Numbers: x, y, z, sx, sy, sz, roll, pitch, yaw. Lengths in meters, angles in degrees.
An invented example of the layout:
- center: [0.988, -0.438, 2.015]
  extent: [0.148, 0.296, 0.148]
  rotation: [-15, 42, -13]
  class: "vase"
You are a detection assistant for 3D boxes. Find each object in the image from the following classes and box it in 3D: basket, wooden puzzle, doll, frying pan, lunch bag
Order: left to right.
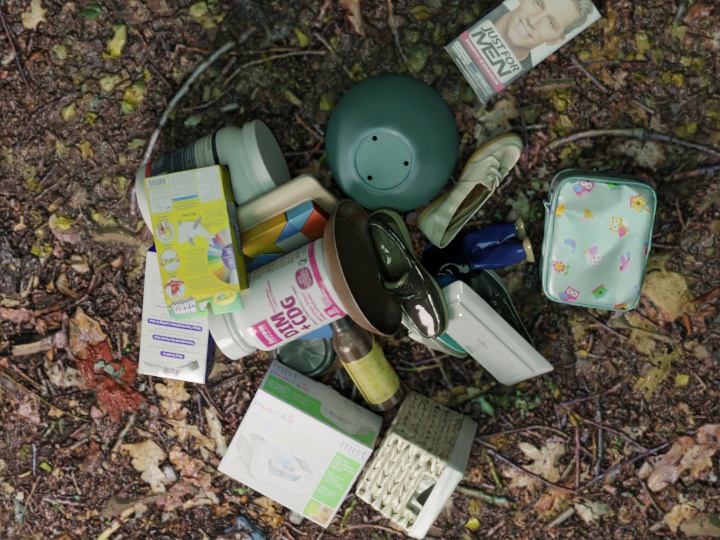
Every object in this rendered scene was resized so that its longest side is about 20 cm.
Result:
- center: [-0.103, -0.052, 1.630]
  extent: [0.183, 0.200, 0.038]
  rotation: [-25, 61, 13]
  class: "wooden puzzle"
- center: [-0.106, 0.085, 1.742]
  extent: [0.114, 0.031, 0.192]
  rotation: [-24, 105, 12]
  class: "frying pan"
- center: [0.085, 0.283, 1.686]
  extent: [0.122, 0.200, 0.137]
  rotation: [31, 108, 2]
  class: "basket"
- center: [0.150, -0.014, 1.638]
  extent: [0.197, 0.138, 0.049]
  rotation: [-17, 142, 6]
  class: "doll"
- center: [0.336, -0.050, 1.617]
  extent: [0.158, 0.077, 0.203]
  rotation: [7, 107, 7]
  class: "lunch bag"

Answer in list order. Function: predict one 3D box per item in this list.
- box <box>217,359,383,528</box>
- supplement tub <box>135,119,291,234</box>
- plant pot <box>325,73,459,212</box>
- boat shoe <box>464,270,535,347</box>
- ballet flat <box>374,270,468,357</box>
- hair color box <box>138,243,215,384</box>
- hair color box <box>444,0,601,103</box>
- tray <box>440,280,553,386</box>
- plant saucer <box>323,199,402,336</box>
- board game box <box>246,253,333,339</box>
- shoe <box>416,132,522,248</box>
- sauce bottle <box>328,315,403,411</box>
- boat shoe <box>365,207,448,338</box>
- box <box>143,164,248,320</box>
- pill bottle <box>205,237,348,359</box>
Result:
- center: [-0.092, 0.268, 1.746]
  extent: [0.198, 0.097, 0.178]
  rotation: [29, 118, -2]
  class: "box"
- center: [-0.213, -0.123, 1.633]
  extent: [0.198, 0.140, 0.142]
  rotation: [-22, 103, 13]
  class: "supplement tub"
- center: [0.040, -0.169, 1.590]
  extent: [0.197, 0.135, 0.203]
  rotation: [2, 106, 6]
  class: "plant pot"
- center: [0.204, 0.070, 1.679]
  extent: [0.068, 0.057, 0.201]
  rotation: [-32, 100, 15]
  class: "boat shoe"
- center: [0.081, 0.067, 1.701]
  extent: [0.200, 0.068, 0.064]
  rotation: [42, 134, -5]
  class: "ballet flat"
- center: [-0.278, 0.065, 1.738]
  extent: [0.108, 0.065, 0.203]
  rotation: [9, 105, 4]
  class: "hair color box"
- center: [0.223, -0.334, 1.557]
  extent: [0.199, 0.061, 0.100]
  rotation: [-36, 99, 15]
  class: "hair color box"
- center: [0.178, 0.100, 1.629]
  extent: [0.200, 0.022, 0.107]
  rotation: [42, 143, -15]
  class: "tray"
- center: [0.000, 0.000, 1.577]
  extent: [0.034, 0.200, 0.202]
  rotation: [-19, 103, 22]
  class: "plant saucer"
- center: [-0.087, 0.029, 1.685]
  extent: [0.197, 0.039, 0.160]
  rotation: [-3, 125, -2]
  class: "board game box"
- center: [0.165, -0.113, 1.617]
  extent: [0.200, 0.054, 0.070]
  rotation: [-46, 138, 17]
  class: "shoe"
- center: [-0.001, 0.123, 1.689]
  extent: [0.064, 0.065, 0.201]
  rotation: [-21, 122, 13]
  class: "sauce bottle"
- center: [0.057, 0.012, 1.578]
  extent: [0.073, 0.065, 0.202]
  rotation: [-26, 97, 31]
  class: "boat shoe"
- center: [-0.223, -0.037, 1.549]
  extent: [0.116, 0.048, 0.203]
  rotation: [-8, 92, 13]
  class: "box"
- center: [-0.113, 0.045, 1.599]
  extent: [0.198, 0.113, 0.114]
  rotation: [-26, 102, 15]
  class: "pill bottle"
